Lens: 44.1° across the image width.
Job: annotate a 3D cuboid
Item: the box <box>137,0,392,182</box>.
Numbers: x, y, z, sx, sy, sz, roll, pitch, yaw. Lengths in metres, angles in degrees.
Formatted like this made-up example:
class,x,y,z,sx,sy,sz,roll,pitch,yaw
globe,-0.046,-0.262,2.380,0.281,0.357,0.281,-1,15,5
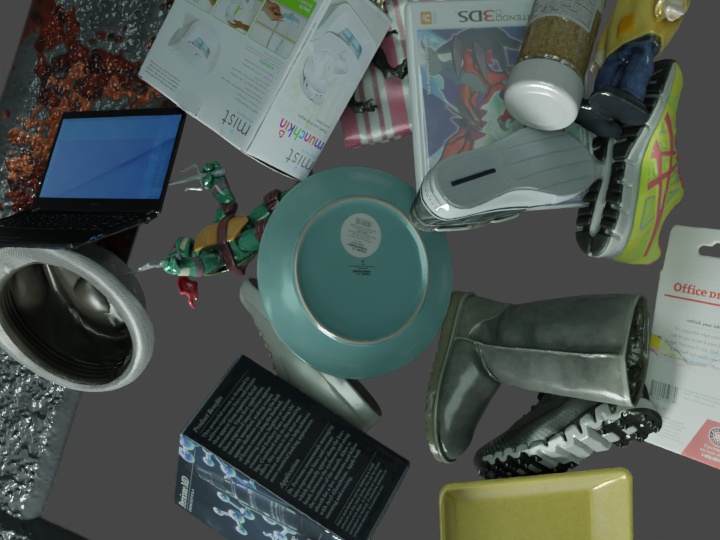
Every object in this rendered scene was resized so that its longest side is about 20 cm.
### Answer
class,x,y,z,sx,sy,sz,roll,pitch,yaw
box,-0.099,-0.214,0.859,0.199,0.096,0.179,35,99,37

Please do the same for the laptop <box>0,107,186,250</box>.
class,x,y,z,sx,sy,sz,roll,pitch,yaw
laptop,-0.292,-0.096,0.886,0.173,0.199,0.106,2,107,25

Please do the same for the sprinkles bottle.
class,x,y,z,sx,sy,sz,roll,pitch,yaw
sprinkles bottle,0.186,-0.228,0.808,0.067,0.069,0.204,15,68,10

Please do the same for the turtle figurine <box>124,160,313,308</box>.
class,x,y,z,sx,sy,sz,roll,pitch,yaw
turtle figurine,-0.140,-0.044,0.916,0.196,0.101,0.152,-17,48,16

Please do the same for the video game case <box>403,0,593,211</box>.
class,x,y,z,sx,sy,sz,roll,pitch,yaw
video game case,0.136,-0.159,0.859,0.177,0.023,0.206,-5,92,-10

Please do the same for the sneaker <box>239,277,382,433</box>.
class,x,y,z,sx,sy,sz,roll,pitch,yaw
sneaker,-0.071,0.102,0.914,0.084,0.073,0.201,-42,85,7

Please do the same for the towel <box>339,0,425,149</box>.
class,x,y,z,sx,sy,sz,roll,pitch,yaw
towel,0.061,-0.218,0.900,0.195,0.030,0.150,-14,90,11

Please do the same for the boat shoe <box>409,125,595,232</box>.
class,x,y,z,sx,sy,sz,roll,pitch,yaw
boat shoe,0.126,-0.082,0.814,0.196,0.071,0.074,-11,77,-30

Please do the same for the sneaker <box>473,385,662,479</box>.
class,x,y,z,sx,sy,sz,roll,pitch,yaw
sneaker,0.195,0.144,0.869,0.198,0.066,0.092,-31,42,31

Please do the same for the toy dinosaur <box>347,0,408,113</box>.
class,x,y,z,sx,sy,sz,roll,pitch,yaw
toy dinosaur,-0.003,-0.203,0.879,0.088,0.047,0.201,40,100,20

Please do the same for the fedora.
class,x,y,z,sx,sy,sz,roll,pitch,yaw
fedora,-0.297,0.030,0.928,0.176,0.091,0.200,-35,115,28

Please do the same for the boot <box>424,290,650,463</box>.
class,x,y,z,sx,sy,sz,roll,pitch,yaw
boot,0.163,0.104,0.830,0.196,0.072,0.187,7,88,32

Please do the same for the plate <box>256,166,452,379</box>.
class,x,y,z,sx,sy,sz,roll,pitch,yaw
plate,0.000,0.000,0.840,0.195,0.026,0.206,1,85,-15

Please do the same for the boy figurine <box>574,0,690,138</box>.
class,x,y,z,sx,sy,sz,roll,pitch,yaw
boy figurine,0.256,-0.227,0.816,0.063,0.124,0.204,23,76,-15

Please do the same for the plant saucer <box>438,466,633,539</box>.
class,x,y,z,sx,sy,sz,roll,pitch,yaw
plant saucer,0.166,0.294,0.861,0.195,0.048,0.206,-2,91,-12

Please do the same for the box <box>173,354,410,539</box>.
class,x,y,z,sx,sy,sz,roll,pitch,yaw
box,-0.072,0.207,0.867,0.197,0.108,0.150,30,141,10

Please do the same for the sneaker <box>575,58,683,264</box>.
class,x,y,z,sx,sy,sz,roll,pitch,yaw
sneaker,0.271,-0.099,0.847,0.089,0.078,0.204,20,87,-22

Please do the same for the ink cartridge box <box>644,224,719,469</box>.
class,x,y,z,sx,sy,sz,roll,pitch,yaw
ink cartridge box,0.327,0.067,0.806,0.066,0.116,0.205,5,95,-33
